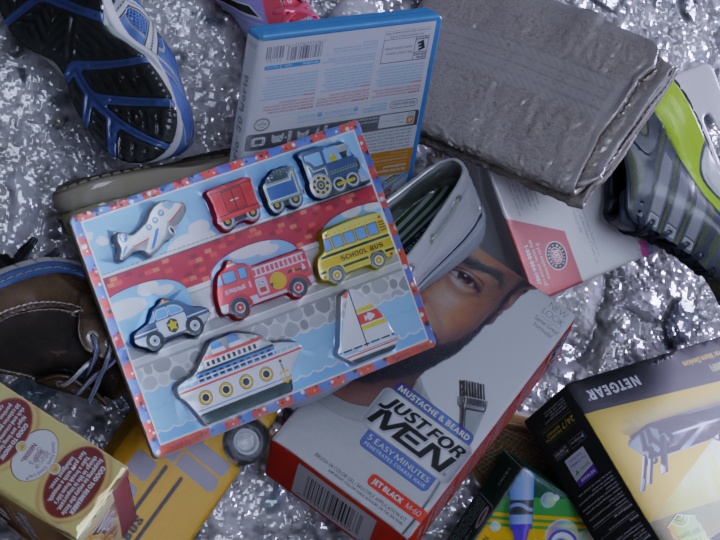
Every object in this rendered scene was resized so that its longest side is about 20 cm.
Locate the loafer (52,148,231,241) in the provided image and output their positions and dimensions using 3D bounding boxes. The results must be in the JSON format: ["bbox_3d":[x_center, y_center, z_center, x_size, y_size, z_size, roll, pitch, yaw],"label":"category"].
[{"bbox_3d":[-0.103,-0.040,1.305,0.199,0.076,0.069,-11,97,-26],"label":"loafer"}]

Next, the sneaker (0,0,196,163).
[{"bbox_3d":[-0.172,-0.151,1.299,0.076,0.077,0.201,-31,78,13],"label":"sneaker"}]

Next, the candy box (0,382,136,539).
[{"bbox_3d":[-0.228,0.097,1.176,0.200,0.116,0.055,33,71,8],"label":"candy box"}]

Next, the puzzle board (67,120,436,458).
[{"bbox_3d":[-0.061,0.008,1.215,0.199,0.017,0.151,-21,90,-24],"label":"puzzle board"}]

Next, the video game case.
[{"bbox_3d":[-0.024,-0.067,1.287,0.143,0.018,0.201,-12,124,-37],"label":"video game case"}]

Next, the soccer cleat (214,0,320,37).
[{"bbox_3d":[-0.056,-0.175,1.339,0.067,0.076,0.201,-30,95,-23],"label":"soccer cleat"}]

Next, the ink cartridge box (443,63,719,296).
[{"bbox_3d":[0.173,-0.062,1.422,0.199,0.067,0.117,-21,91,-22],"label":"ink cartridge box"}]

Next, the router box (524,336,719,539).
[{"bbox_3d":[0.226,0.136,1.361,0.200,0.052,0.158,-13,66,-44],"label":"router box"}]

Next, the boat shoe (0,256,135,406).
[{"bbox_3d":[-0.163,0.040,1.215,0.072,0.072,0.200,44,25,27],"label":"boat shoe"}]

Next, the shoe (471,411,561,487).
[{"bbox_3d":[0.157,0.149,1.399,0.199,0.053,0.070,27,108,-13],"label":"shoe"}]

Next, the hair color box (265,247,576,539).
[{"bbox_3d":[0.040,0.081,1.322,0.111,0.064,0.200,34,62,10],"label":"hair color box"}]

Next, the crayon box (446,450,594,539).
[{"bbox_3d":[0.148,0.228,1.359,0.200,0.052,0.126,33,92,-15],"label":"crayon box"}]

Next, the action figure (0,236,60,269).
[{"bbox_3d":[-0.278,-0.058,1.216,0.200,0.119,0.102,39,90,-23],"label":"action figure"}]

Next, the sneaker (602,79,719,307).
[{"bbox_3d":[0.212,-0.036,1.366,0.081,0.074,0.200,-30,87,-15],"label":"sneaker"}]

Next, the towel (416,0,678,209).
[{"bbox_3d":[0.101,-0.126,1.355,0.199,0.035,0.133,23,67,30],"label":"towel"}]

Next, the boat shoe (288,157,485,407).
[{"bbox_3d":[0.000,0.000,1.291,0.200,0.073,0.067,-46,143,-25],"label":"boat shoe"}]

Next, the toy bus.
[{"bbox_3d":[-0.138,0.150,1.267,0.078,0.065,0.200,39,71,-11],"label":"toy bus"}]
